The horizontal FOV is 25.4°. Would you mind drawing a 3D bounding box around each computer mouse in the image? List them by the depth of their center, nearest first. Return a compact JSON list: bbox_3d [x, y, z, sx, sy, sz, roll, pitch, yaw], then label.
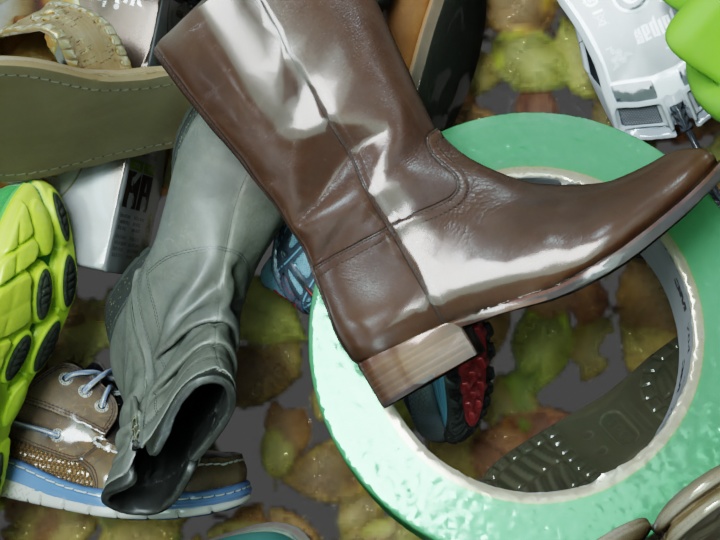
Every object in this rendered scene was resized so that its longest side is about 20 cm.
[{"bbox_3d":[0.150,-0.106,0.794,0.109,0.044,0.201,-21,89,14],"label":"computer mouse"}]

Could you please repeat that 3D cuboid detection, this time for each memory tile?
[{"bbox_3d":[0.148,0.116,0.696,0.153,0.200,0.017,-33,68,-3],"label":"memory tile"}]

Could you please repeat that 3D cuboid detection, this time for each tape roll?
[{"bbox_3d":[0.077,0.032,0.718,0.199,0.048,0.202,-1,76,4],"label":"tape roll"}]

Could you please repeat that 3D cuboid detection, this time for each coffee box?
[{"bbox_3d":[-0.152,-0.107,0.830,0.114,0.080,0.201,13,90,9],"label":"coffee box"}]

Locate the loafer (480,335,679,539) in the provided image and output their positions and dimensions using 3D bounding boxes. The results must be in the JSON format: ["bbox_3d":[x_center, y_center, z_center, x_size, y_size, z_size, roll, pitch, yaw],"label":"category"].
[{"bbox_3d":[0.151,0.087,0.771,0.199,0.068,0.076,-25,39,-2],"label":"loafer"}]

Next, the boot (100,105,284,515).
[{"bbox_3d":[-0.065,0.013,0.734,0.067,0.131,0.201,16,125,-21],"label":"boot"}]

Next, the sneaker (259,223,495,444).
[{"bbox_3d":[0.000,0.000,0.810,0.095,0.079,0.201,-27,76,22],"label":"sneaker"}]

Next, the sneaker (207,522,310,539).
[{"bbox_3d":[-0.118,0.182,0.810,0.199,0.080,0.072,-25,83,9],"label":"sneaker"}]

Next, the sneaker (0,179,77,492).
[{"bbox_3d":[-0.200,0.046,0.770,0.083,0.074,0.201,26,100,17],"label":"sneaker"}]

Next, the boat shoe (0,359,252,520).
[{"bbox_3d":[-0.151,0.083,0.825,0.199,0.072,0.073,6,90,11],"label":"boat shoe"}]

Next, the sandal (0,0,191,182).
[{"bbox_3d":[-0.133,-0.092,0.753,0.210,0.078,0.070,-2,53,-24],"label":"sandal"}]

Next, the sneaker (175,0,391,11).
[{"bbox_3d":[-0.075,-0.169,0.744,0.199,0.078,0.086,23,89,1],"label":"sneaker"}]

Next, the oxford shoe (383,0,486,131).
[{"bbox_3d":[0.025,-0.141,0.795,0.071,0.071,0.201,5,67,16],"label":"oxford shoe"}]

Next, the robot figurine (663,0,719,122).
[{"bbox_3d":[0.228,-0.094,0.715,0.199,0.176,0.116,27,125,-21],"label":"robot figurine"}]

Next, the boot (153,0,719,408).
[{"bbox_3d":[0.032,-0.071,0.675,0.186,0.064,0.201,-31,84,-1],"label":"boot"}]
